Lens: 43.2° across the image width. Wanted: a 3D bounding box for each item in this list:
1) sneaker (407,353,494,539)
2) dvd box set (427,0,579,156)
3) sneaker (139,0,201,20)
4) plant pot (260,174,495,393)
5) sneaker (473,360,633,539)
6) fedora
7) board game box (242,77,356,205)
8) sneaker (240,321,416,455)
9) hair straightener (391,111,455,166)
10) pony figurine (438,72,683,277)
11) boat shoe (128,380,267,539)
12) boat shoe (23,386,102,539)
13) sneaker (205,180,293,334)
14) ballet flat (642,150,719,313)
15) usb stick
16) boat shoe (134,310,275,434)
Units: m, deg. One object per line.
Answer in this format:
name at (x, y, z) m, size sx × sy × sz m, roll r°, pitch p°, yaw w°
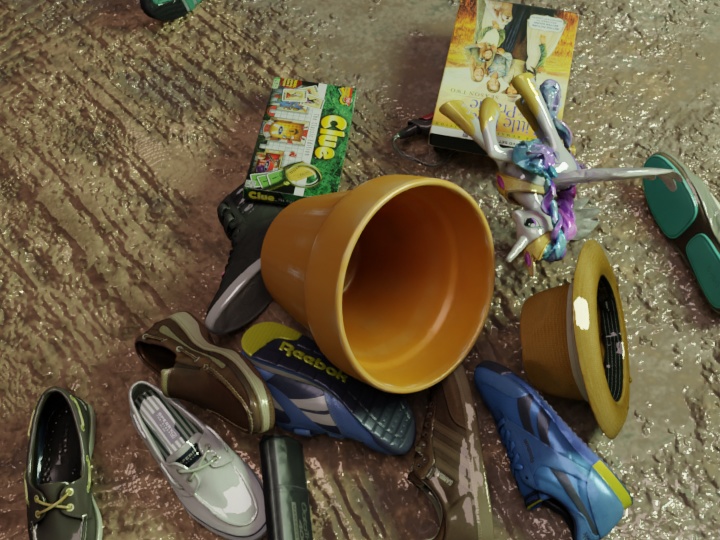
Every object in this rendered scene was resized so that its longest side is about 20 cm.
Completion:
sneaker at (0.079, 0.175, 0.880) m, size 0.075 × 0.071 × 0.201 m, roll -8°, pitch 62°, yaw 2°
dvd box set at (0.167, -0.223, 1.054) m, size 0.145 × 0.029 × 0.201 m, roll 12°, pitch 67°, yaw 8°
sneaker at (-0.244, -0.407, 1.219) m, size 0.087 × 0.075 × 0.200 m, roll 15°, pitch 56°, yaw 31°
plant pot at (0.000, 0.000, 0.902) m, size 0.183 × 0.200 × 0.200 m, roll 16°, pitch 61°, yaw 49°
sneaker at (0.166, 0.173, 0.875) m, size 0.078 × 0.066 × 0.200 m, roll -38°, pitch 66°, yaw -9°
fedora at (0.202, 0.067, 0.866) m, size 0.081 × 0.201 × 0.202 m, roll -8°, pitch 60°, yaw 24°
board game box at (-0.066, -0.150, 1.051) m, size 0.104 × 0.024 × 0.201 m, roll 9°, pitch 48°, yaw -2°
sneaker at (-0.036, 0.130, 0.917) m, size 0.199 × 0.082 × 0.074 m, roll 30°, pitch 36°, yaw 6°
hair straightener at (0.131, -0.174, 1.066) m, size 0.199 × 0.041 × 0.077 m, roll -21°, pitch 63°, yaw -12°
pony figurine at (0.192, -0.096, 0.917) m, size 0.192 × 0.167 × 0.201 m, roll -10°, pitch 70°, yaw -30°
boat shoe at (-0.167, 0.189, 0.898) m, size 0.200 × 0.067 × 0.074 m, roll 37°, pitch 72°, yaw 21°
boat shoe at (-0.299, 0.215, 0.900) m, size 0.071 × 0.061 × 0.202 m, roll -10°, pitch 62°, yaw 0°
sneaker at (-0.130, -0.021, 1.004) m, size 0.099 × 0.071 × 0.200 m, roll 26°, pitch 62°, yaw 19°
ballet flat at (0.368, -0.041, 0.976) m, size 0.063 × 0.067 × 0.201 m, roll -4°, pitch 60°, yaw -28°
usb stick at (-0.067, 0.254, 0.864) m, size 0.032 × 0.055 × 0.201 m, roll -23°, pitch 60°, yaw 25°
boat shoe at (-0.162, 0.111, 0.902) m, size 0.075 × 0.075 × 0.202 m, roll -19°, pitch 30°, yaw -31°
